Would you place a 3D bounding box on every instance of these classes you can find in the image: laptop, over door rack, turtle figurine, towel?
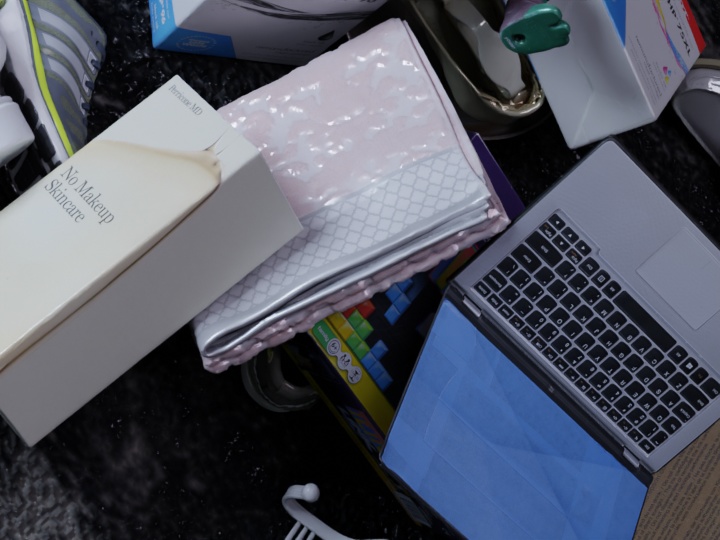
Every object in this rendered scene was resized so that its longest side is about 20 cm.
[{"bbox_3d":[0.136,0.070,1.226,0.187,0.200,0.116,42,15,-23],"label":"laptop"},{"bbox_3d":[0.002,0.243,1.305,0.200,0.067,0.148,42,59,-11],"label":"over door rack"},{"bbox_3d":[0.105,-0.236,1.362,0.149,0.101,0.201,24,54,-8],"label":"turtle figurine"},{"bbox_3d":[-0.032,-0.049,1.286,0.199,0.032,0.192,-27,45,1],"label":"towel"}]

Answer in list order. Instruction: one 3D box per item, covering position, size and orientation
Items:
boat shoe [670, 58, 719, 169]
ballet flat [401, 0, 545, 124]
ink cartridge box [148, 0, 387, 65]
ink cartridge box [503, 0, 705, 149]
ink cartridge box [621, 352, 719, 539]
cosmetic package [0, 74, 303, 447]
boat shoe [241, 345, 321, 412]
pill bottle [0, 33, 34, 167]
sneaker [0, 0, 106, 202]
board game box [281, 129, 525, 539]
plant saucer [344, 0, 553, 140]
[{"bbox_3d":[0.300,-0.077,1.576,0.199,0.075,0.069,33,55,-18],"label":"boat shoe"},{"bbox_3d":[0.060,-0.178,1.405,0.070,0.069,0.201,-49,117,-32],"label":"ballet flat"},{"bbox_3d":[-0.041,-0.196,1.343,0.115,0.200,0.069,3,72,-29],"label":"ink cartridge box"},{"bbox_3d":[0.172,-0.175,1.482,0.117,0.067,0.200,64,28,-14],"label":"ink cartridge box"},{"bbox_3d":[0.207,0.135,1.385,0.164,0.201,0.075,18,24,-24],"label":"ink cartridge box"},{"bbox_3d":[-0.144,-0.007,1.230,0.200,0.103,0.073,-40,136,-10],"label":"cosmetic package"},{"bbox_3d":[0.002,0.002,1.359,0.072,0.060,0.202,39,75,-10],"label":"boat shoe"},{"bbox_3d":[-0.272,-0.139,1.244,0.112,0.112,0.201,-33,93,-33],"label":"pill bottle"},{"bbox_3d":[-0.183,-0.112,1.312,0.080,0.074,0.202,-14,84,-37],"label":"sneaker"},{"bbox_3d":[0.052,0.039,1.332,0.166,0.057,0.200,-48,125,-18],"label":"board game box"},{"bbox_3d":[0.062,-0.181,1.498,0.199,0.032,0.202,10,69,-28],"label":"plant saucer"}]
